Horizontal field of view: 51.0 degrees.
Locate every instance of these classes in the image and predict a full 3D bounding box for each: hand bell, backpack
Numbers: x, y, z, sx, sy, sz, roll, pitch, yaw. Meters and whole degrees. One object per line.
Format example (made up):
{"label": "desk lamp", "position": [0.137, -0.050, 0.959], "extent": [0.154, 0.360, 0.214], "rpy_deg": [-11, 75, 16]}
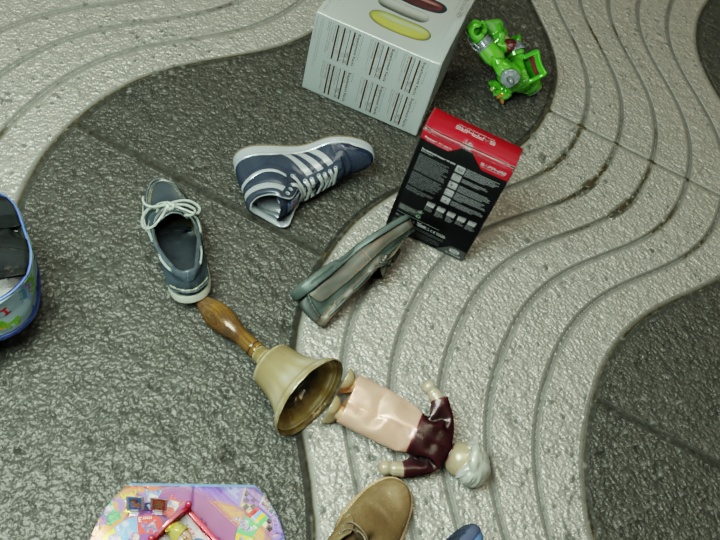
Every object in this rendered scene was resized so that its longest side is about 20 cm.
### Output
{"label": "hand bell", "position": [-0.126, 0.088, 0.878], "extent": [0.200, 0.105, 0.104], "rpy_deg": [37, 53, 25]}
{"label": "backpack", "position": [-0.443, 0.011, 0.789], "extent": [0.199, 0.147, 0.184], "rpy_deg": [-16, 60, -21]}

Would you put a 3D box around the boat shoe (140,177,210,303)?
{"label": "boat shoe", "position": [-0.233, -0.052, 0.940], "extent": [0.074, 0.062, 0.201], "rpy_deg": [-10, 52, -13]}

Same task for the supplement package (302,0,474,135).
{"label": "supplement package", "position": [0.044, -0.357, 1.185], "extent": [0.199, 0.147, 0.192], "rpy_deg": [24, 53, 2]}

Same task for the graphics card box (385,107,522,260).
{"label": "graphics card box", "position": [0.118, -0.108, 1.000], "extent": [0.125, 0.200, 0.051], "rpy_deg": [25, 53, 4]}

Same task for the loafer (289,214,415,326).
{"label": "loafer", "position": [0.000, 0.000, 0.984], "extent": [0.200, 0.072, 0.063], "rpy_deg": [-35, 90, -25]}

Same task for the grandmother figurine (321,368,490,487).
{"label": "grandmother figurine", "position": [0.062, 0.185, 0.873], "extent": [0.199, 0.061, 0.122], "rpy_deg": [30, 81, 2]}

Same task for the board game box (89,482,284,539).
{"label": "board game box", "position": [-0.169, 0.282, 0.744], "extent": [0.198, 0.039, 0.159], "rpy_deg": [5, 55, -12]}

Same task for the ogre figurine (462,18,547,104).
{"label": "ogre figurine", "position": [0.246, -0.351, 1.259], "extent": [0.098, 0.200, 0.120], "rpy_deg": [-30, 78, 11]}

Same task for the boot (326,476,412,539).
{"label": "boot", "position": [-0.004, 0.282, 0.771], "extent": [0.073, 0.076, 0.200], "rpy_deg": [37, 51, 14]}

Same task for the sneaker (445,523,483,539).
{"label": "sneaker", "position": [0.084, 0.352, 0.753], "extent": [0.082, 0.074, 0.201], "rpy_deg": [30, 61, 4]}

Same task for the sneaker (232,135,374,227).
{"label": "sneaker", "position": [-0.070, -0.121, 1.035], "extent": [0.198, 0.070, 0.109], "rpy_deg": [-7, 53, -12]}
